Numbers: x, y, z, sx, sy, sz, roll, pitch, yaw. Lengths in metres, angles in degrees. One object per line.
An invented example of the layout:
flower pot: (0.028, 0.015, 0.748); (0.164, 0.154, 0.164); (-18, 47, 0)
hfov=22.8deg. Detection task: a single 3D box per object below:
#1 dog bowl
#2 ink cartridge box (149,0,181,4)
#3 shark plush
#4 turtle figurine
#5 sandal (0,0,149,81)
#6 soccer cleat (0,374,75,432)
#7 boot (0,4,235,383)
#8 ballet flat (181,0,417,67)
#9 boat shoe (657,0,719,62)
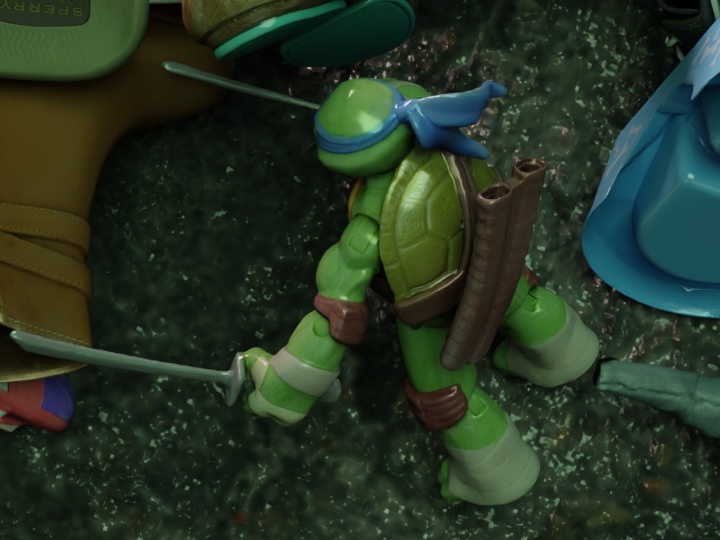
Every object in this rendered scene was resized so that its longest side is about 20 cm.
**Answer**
dog bowl: (0.169, -0.050, 0.738); (0.111, 0.200, 0.050); (18, 56, -12)
ink cartridge box: (-0.161, -0.172, 0.751); (0.200, 0.083, 0.147); (-3, 31, -7)
shark plush: (0.203, 0.058, 0.764); (0.200, 0.083, 0.091); (26, 74, 1)
turtle figurine: (0.000, 0.000, 0.727); (0.200, 0.194, 0.144); (-24, 38, 18)
sandal: (-0.180, -0.102, 0.668); (0.201, 0.057, 0.080); (-2, 118, -9)
soccer cleat: (-0.198, -0.003, 0.748); (0.200, 0.067, 0.077); (30, 77, 6)
boot: (-0.127, -0.030, 0.728); (0.200, 0.074, 0.155); (-11, 57, -21)
ballet flat: (-0.028, -0.122, 0.718); (0.068, 0.200, 0.072); (-23, 89, 20)
boat shoe: (0.160, -0.113, 0.755); (0.068, 0.200, 0.072); (5, 59, 10)
